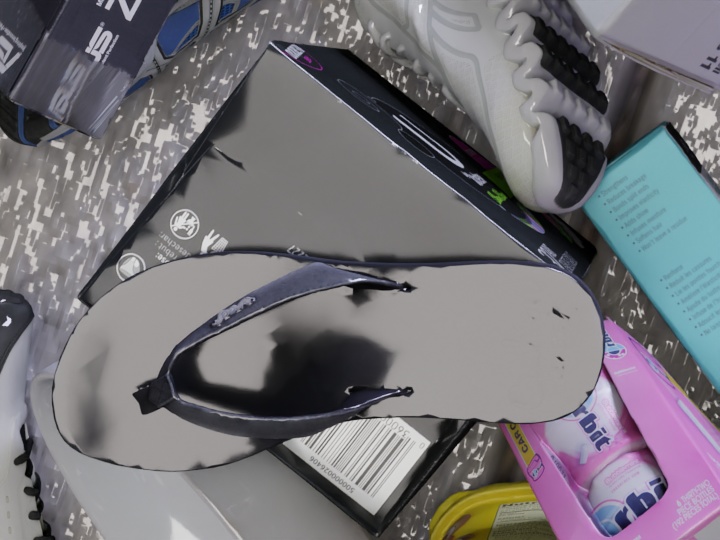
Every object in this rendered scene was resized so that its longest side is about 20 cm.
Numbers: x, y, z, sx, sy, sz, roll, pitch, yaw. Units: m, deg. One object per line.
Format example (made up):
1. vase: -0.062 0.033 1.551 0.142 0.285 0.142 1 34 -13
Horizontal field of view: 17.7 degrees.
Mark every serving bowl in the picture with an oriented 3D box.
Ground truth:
1. serving bowl: -0.050 0.104 0.968 0.066 0.200 0.200 -38 89 -21

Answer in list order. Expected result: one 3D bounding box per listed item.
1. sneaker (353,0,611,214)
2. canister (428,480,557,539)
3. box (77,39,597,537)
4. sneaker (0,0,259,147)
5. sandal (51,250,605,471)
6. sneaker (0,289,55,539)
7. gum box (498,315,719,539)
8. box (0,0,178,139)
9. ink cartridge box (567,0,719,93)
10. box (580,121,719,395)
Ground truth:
1. sneaker: 0.045 -0.100 0.960 0.081 0.075 0.200 -28 56 18
2. canister: 0.066 0.173 0.938 0.086 0.200 0.149 -7 94 8
3. box: 0.000 0.000 0.933 0.149 0.200 0.124 39 99 3
4. sneaker: -0.084 -0.118 0.998 0.200 0.077 0.076 -39 64 28
5. sandal: -0.015 0.027 0.813 0.200 0.043 0.076 -8 94 9
6. sneaker: -0.166 0.105 1.036 0.080 0.074 0.200 14 105 3
7. gum box: 0.140 0.116 0.915 0.066 0.114 0.200 -39 128 9
8. box: -0.118 -0.162 0.948 0.049 0.200 0.161 23 102 -34
9. ink cartridge box: 0.117 -0.191 0.894 0.147 0.083 0.200 -49 50 25
10. box: 0.168 0.031 0.972 0.049 0.082 0.200 -37 89 10
